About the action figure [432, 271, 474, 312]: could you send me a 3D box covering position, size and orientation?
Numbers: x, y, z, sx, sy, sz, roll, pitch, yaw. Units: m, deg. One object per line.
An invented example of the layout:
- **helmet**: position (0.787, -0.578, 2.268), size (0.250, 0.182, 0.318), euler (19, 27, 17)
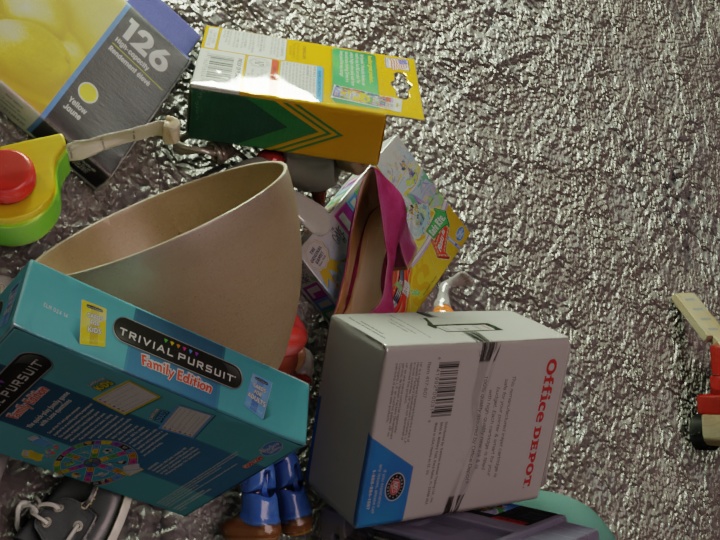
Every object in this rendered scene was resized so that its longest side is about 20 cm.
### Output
- **action figure**: position (0.061, 0.128, 0.947), size (0.193, 0.103, 0.203), euler (-43, 134, -32)

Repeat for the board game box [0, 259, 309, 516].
- **board game box**: position (-0.154, 0.085, 0.627), size (0.198, 0.150, 0.048), euler (28, 45, -30)

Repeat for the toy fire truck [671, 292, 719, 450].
- **toy fire truck**: position (0.494, 0.128, 1.291), size (0.173, 0.127, 0.205), euler (0, 85, -40)

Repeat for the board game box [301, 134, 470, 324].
- **board game box**: position (0.020, -0.023, 0.980), size (0.135, 0.034, 0.201), euler (50, 50, -15)

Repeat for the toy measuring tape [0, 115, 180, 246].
- **toy measuring tape**: position (-0.224, -0.064, 0.740), size (0.196, 0.073, 0.075), euler (-16, 85, -19)

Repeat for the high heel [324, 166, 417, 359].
- **high heel**: position (0.000, 0.000, 0.874), size (0.097, 0.066, 0.201), euler (61, 41, -31)

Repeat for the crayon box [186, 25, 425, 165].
- **crayon box**: position (-0.048, -0.153, 0.864), size (0.195, 0.052, 0.127), euler (7, 35, -7)

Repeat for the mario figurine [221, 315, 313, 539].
- **mario figurine**: position (-0.091, 0.119, 0.828), size (0.103, 0.123, 0.205), euler (-3, 83, 3)

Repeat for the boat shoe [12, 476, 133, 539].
- **boat shoe**: position (-0.214, 0.188, 0.686), size (0.061, 0.072, 0.203), euler (34, 61, -31)

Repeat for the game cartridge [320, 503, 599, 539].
- **game cartridge**: position (0.080, 0.213, 0.804), size (0.128, 0.197, 0.039), euler (-6, 96, -49)

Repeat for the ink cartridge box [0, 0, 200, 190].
- **ink cartridge box**: position (-0.240, -0.205, 0.816), size (0.197, 0.047, 0.202), euler (40, 56, -22)

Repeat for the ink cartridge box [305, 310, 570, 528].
- **ink cartridge box**: position (0.066, 0.115, 0.809), size (0.197, 0.084, 0.149), euler (1, 104, -36)

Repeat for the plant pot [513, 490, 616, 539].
- **plant pot**: position (0.160, 0.303, 0.890), size (0.200, 0.199, 0.162), euler (43, 39, -20)

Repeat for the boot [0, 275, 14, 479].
- **boot**: position (-0.247, 0.098, 0.685), size (0.094, 0.073, 0.205), euler (0, 74, -33)

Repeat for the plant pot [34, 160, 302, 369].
- **plant pot**: position (-0.123, 0.023, 0.714), size (0.199, 0.198, 0.137), euler (-35, 112, -41)

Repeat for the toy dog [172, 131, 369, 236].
- **toy dog**: position (-0.067, -0.077, 0.889), size (0.198, 0.131, 0.098), euler (-22, 128, -38)
